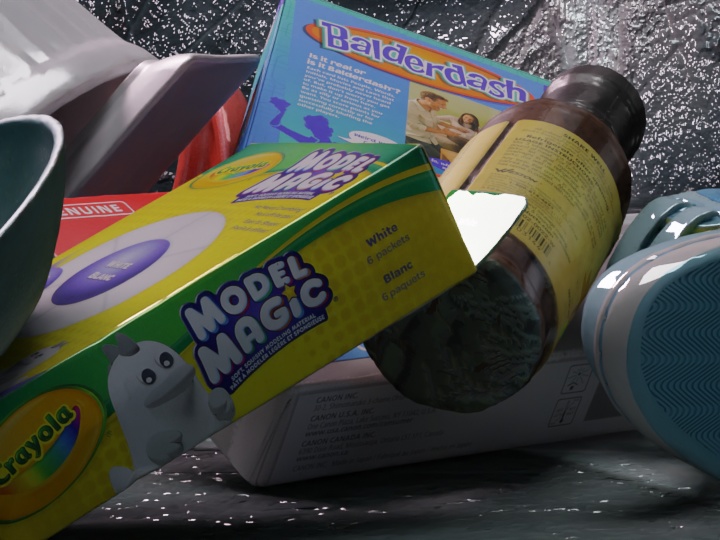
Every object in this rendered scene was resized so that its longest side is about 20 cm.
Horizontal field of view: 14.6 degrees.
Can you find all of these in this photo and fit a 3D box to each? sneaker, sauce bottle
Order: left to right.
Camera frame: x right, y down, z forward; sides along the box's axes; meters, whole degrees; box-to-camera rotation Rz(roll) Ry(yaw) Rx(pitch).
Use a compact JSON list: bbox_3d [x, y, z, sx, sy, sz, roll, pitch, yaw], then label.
[{"bbox_3d":[0.058,-0.020,0.956,0.064,0.065,0.200,-1,23,22],"label":"sauce bottle"},{"bbox_3d":[0.107,0.016,0.900,0.130,0.080,0.200,19,8,42],"label":"sneaker"}]

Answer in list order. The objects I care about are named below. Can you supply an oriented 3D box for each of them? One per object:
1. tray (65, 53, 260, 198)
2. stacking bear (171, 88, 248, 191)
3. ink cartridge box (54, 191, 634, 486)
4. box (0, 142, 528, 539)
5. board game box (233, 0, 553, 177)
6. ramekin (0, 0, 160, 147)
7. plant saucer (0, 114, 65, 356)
[{"bbox_3d":[-0.125,-0.022,1.174,0.022,0.200,0.107,43,12,6],"label":"tray"},{"bbox_3d":[0.018,-0.008,1.281,0.199,0.122,0.114,6,27,-19],"label":"stacking bear"},{"bbox_3d":[0.000,0.000,1.002,0.199,0.045,0.176,-5,36,-39],"label":"ink cartridge box"},{"bbox_3d":[-0.056,0.014,0.824,0.200,0.049,0.117,-30,15,-25],"label":"box"},{"bbox_3d":[0.022,-0.037,1.179,0.152,0.045,0.200,19,30,-4],"label":"board game box"},{"bbox_3d":[-0.184,-0.047,1.190,0.200,0.098,0.201,-44,-9,-9],"label":"ramekin"},{"bbox_3d":[-0.158,0.028,0.788,0.199,0.036,0.200,-29,19,11],"label":"plant saucer"}]
